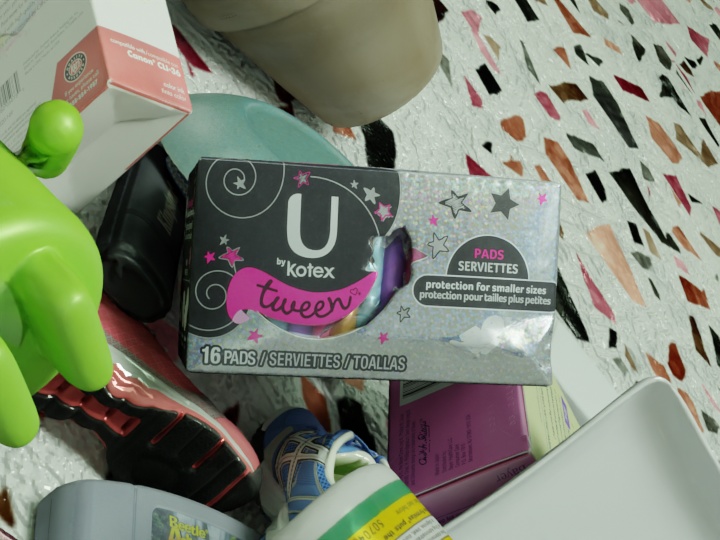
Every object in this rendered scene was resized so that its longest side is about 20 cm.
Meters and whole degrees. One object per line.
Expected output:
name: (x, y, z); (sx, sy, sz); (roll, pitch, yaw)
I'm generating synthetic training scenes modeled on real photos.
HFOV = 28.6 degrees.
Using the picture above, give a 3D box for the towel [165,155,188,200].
towel: (-0.056, -0.035, 0.975); (0.145, 0.024, 0.200); (54, 18, -2)

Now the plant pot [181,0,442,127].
plant pot: (-0.023, -0.213, 1.095); (0.174, 0.198, 0.201); (55, 26, -34)

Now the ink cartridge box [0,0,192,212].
ink cartridge box: (-0.179, -0.154, 0.858); (0.067, 0.116, 0.202); (15, 50, -47)

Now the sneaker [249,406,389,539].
sneaker: (-0.016, 0.128, 0.822); (0.076, 0.077, 0.200); (39, 9, -21)

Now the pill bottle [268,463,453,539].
pill bottle: (0.033, 0.199, 0.653); (0.200, 0.113, 0.112); (48, 29, 13)

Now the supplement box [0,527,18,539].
supplement box: (-0.135, 0.196, 0.607); (0.200, 0.061, 0.110); (42, 61, -23)

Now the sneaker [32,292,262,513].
sneaker: (-0.125, 0.056, 0.779); (0.200, 0.073, 0.087); (41, 32, -24)

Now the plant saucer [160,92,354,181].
plant saucer: (-0.044, -0.063, 0.937); (0.200, 0.039, 0.201); (36, 18, -14)

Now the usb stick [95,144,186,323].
usb stick: (-0.127, -0.028, 0.840); (0.056, 0.033, 0.200); (47, 12, -18)

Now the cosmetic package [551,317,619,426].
cosmetic package: (0.168, 0.149, 1.086); (0.201, 0.101, 0.071); (50, 30, -12)

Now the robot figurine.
robot figurine: (-0.199, -0.010, 0.659); (0.200, 0.175, 0.116); (41, -23, 30)

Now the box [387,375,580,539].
box: (0.101, 0.154, 0.913); (0.201, 0.096, 0.177); (60, 16, -25)

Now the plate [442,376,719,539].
plate: (0.131, 0.179, 0.806); (0.200, 0.199, 0.032); (54, 2, -24)

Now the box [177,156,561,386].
box: (0.000, 0.000, 0.791); (0.197, 0.132, 0.116); (2, 90, -9)

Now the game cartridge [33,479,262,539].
game cartridge: (-0.086, 0.191, 0.747); (0.199, 0.041, 0.134); (32, 34, -36)
